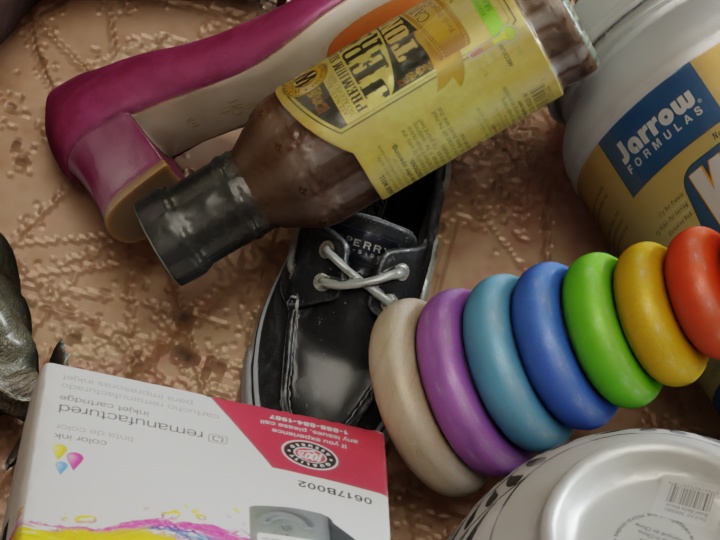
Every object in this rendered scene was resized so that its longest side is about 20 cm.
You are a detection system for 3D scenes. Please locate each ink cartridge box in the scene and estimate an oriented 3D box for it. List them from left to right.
[{"bbox_3d":[-0.064,0.131,0.896,0.146,0.086,0.200,13,27,-9],"label":"ink cartridge box"}]

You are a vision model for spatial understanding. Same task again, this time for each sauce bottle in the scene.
[{"bbox_3d":[0.001,-0.060,1.006,0.199,0.065,0.065,-31,71,1],"label":"sauce bottle"}]

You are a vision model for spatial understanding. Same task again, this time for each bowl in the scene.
[{"bbox_3d":[0.111,0.126,0.915,0.199,0.095,0.202,-1,49,1],"label":"bowl"}]

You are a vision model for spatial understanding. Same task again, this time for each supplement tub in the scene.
[{"bbox_3d":[0.176,-0.036,1.048,0.144,0.145,0.201,-25,70,-19],"label":"supplement tub"}]

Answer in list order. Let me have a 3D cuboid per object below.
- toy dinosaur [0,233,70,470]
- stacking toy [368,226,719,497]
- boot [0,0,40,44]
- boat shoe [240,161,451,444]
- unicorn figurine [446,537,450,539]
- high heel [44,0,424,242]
[{"bbox_3d":[-0.168,0.011,1.014,0.077,0.102,0.200,-37,61,3],"label":"toy dinosaur"},{"bbox_3d":[0.106,0.021,0.969,0.199,0.085,0.086,-22,64,23],"label":"stacking toy"},{"bbox_3d":[-0.085,-0.154,1.106,0.165,0.073,0.201,24,60,6],"label":"boot"},{"bbox_3d":[0.000,0.000,1.047,0.071,0.068,0.201,19,63,1],"label":"boat shoe"},{"bbox_3d":[0.046,0.204,0.963,0.136,0.074,0.201,-12,51,-13],"label":"unicorn figurine"},{"bbox_3d":[-0.047,-0.098,1.063,0.200,0.067,0.096,-38,49,6],"label":"high heel"}]
